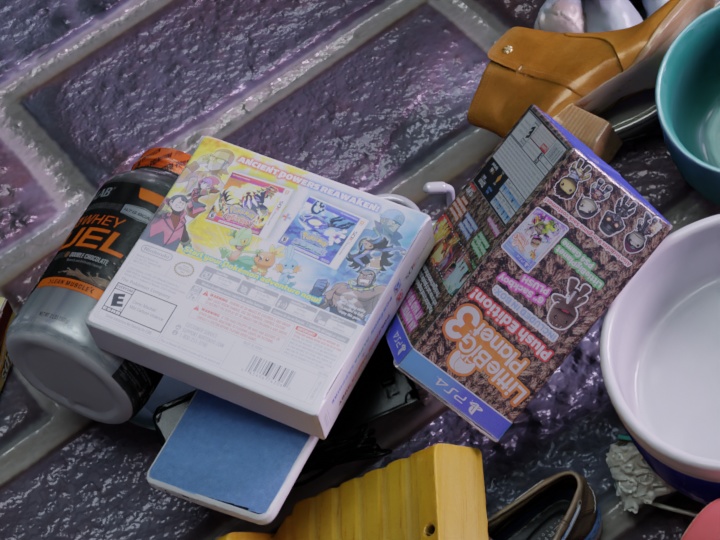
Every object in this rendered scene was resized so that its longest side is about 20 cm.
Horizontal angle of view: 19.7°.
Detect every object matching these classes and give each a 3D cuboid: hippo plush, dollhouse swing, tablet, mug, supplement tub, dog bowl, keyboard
[{"bbox_3d":[0.228,-0.288,1.776,0.158,0.161,0.201,6,55,18],"label":"hippo plush"},{"bbox_3d":[-0.041,0.189,1.428,0.199,0.176,0.183,-26,46,27],"label":"dollhouse swing"},{"bbox_3d":[-0.066,0.089,1.535,0.129,0.014,0.201,12,62,39],"label":"tablet"},{"bbox_3d":[0.326,-0.135,1.649,0.185,0.114,0.152,-45,64,-4],"label":"mug"},{"bbox_3d":[-0.180,0.009,1.629,0.122,0.123,0.201,16,58,24],"label":"supplement tub"},{"bbox_3d":[0.272,0.063,1.451,0.198,0.079,0.201,-10,58,16],"label":"dog bowl"},{"bbox_3d":[-0.053,0.118,1.600,0.199,0.040,0.105,-22,76,1],"label":"keyboard"}]

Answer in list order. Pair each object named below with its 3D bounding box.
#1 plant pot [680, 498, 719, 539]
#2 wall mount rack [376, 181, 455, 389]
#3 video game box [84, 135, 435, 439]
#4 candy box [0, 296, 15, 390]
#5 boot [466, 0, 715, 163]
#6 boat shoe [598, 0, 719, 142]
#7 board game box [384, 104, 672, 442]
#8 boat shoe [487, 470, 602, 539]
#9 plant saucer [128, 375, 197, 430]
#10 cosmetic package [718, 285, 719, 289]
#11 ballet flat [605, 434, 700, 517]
[{"bbox_3d":[0.300,0.238,1.351,0.176,0.201,0.201,15,58,35],"label":"plant pot"},{"bbox_3d":[0.000,0.000,1.660,0.172,0.075,0.201,-8,51,-2],"label":"wall mount rack"},{"bbox_3d":[-0.073,0.008,1.523,0.199,0.047,0.183,21,65,21],"label":"video game box"},{"bbox_3d":[-0.392,0.073,1.719,0.198,0.055,0.116,6,55,17],"label":"candy box"},{"bbox_3d":[0.186,-0.181,1.708,0.144,0.071,0.202,29,74,35],"label":"boot"},{"bbox_3d":[0.262,-0.154,1.743,0.199,0.057,0.067,-35,50,-7],"label":"boat shoe"},{"bbox_3d":[0.113,-0.002,1.520,0.200,0.097,0.160,-51,15,9],"label":"board game box"},{"bbox_3d":[0.090,0.215,1.483,0.072,0.073,0.200,33,66,32],"label":"boat shoe"},{"bbox_3d":[-0.126,0.055,1.682,0.198,0.036,0.201,-7,52,9],"label":"plant saucer"},{"bbox_3d":[0.377,0.013,1.559,0.199,0.088,0.103,-33,53,-11],"label":"cosmetic package"},{"bbox_3d":[0.278,0.149,1.505,0.198,0.072,0.072,-3,53,14],"label":"ballet flat"}]
